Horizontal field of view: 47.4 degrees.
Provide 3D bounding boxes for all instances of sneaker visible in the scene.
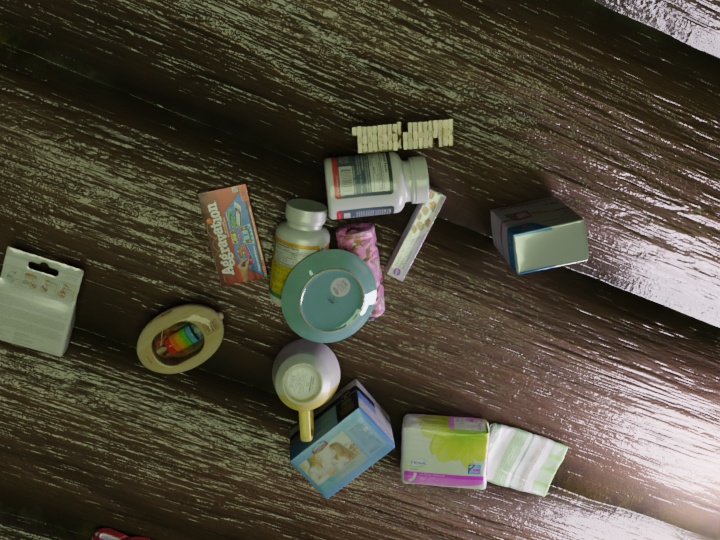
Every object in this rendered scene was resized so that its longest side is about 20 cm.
[{"bbox_3d":[-0.539,0.682,1.907,0.198,0.079,0.117,26,116,0],"label":"sneaker"}]

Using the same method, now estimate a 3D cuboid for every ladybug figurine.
[{"bbox_3d":[-0.370,0.135,1.709,0.198,0.072,0.137,-25,110,5],"label":"ladybug figurine"}]

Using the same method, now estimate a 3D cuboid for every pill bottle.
[{"bbox_3d":[0.031,-0.169,1.603,0.196,0.120,0.121,-5,111,-3],"label":"pill bottle"},{"bbox_3d":[-0.121,-0.035,1.644,0.111,0.113,0.203,7,110,-7],"label":"pill bottle"}]

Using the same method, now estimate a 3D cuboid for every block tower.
[{"bbox_3d":[0.081,-0.267,1.606,0.196,0.054,0.059,-4,110,-3],"label":"block tower"}]

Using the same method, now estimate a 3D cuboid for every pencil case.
[{"bbox_3d":[0.000,0.000,1.683,0.081,0.087,0.203,-1,111,15],"label":"pencil case"}]

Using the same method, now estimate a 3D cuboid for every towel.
[{"bbox_3d":[0.368,0.443,1.904,0.197,0.031,0.151,18,109,-11],"label":"towel"}]

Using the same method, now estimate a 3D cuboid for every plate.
[{"bbox_3d":[-0.059,0.056,1.624,0.197,0.026,0.203,-6,113,-14],"label":"plate"}]

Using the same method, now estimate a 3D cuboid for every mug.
[{"bbox_3d":[-0.106,0.239,1.698,0.148,0.153,0.188,-34,91,-1],"label":"mug"}]

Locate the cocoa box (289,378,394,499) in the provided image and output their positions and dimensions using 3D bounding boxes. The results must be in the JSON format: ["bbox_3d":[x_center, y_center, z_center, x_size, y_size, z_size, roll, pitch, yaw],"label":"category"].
[{"bbox_3d":[-0.042,0.367,1.789,0.199,0.132,0.134,-39,109,10],"label":"cocoa box"}]

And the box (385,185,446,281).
[{"bbox_3d":[0.112,-0.077,1.686,0.038,0.042,0.202,23,106,-12],"label":"box"}]

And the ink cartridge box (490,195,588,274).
[{"bbox_3d":[0.348,-0.074,1.622,0.142,0.200,0.086,-12,107,0],"label":"ink cartridge box"}]

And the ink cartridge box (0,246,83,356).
[{"bbox_3d":[-0.661,0.061,1.676,0.159,0.050,0.203,18,104,-10],"label":"ink cartridge box"}]

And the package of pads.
[{"bbox_3d":[0.189,0.404,1.841,0.196,0.068,0.157,2,110,5],"label":"package of pads"}]

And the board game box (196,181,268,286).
[{"bbox_3d":[-0.259,-0.073,1.670,0.101,0.019,0.203,-11,111,1],"label":"board game box"}]
